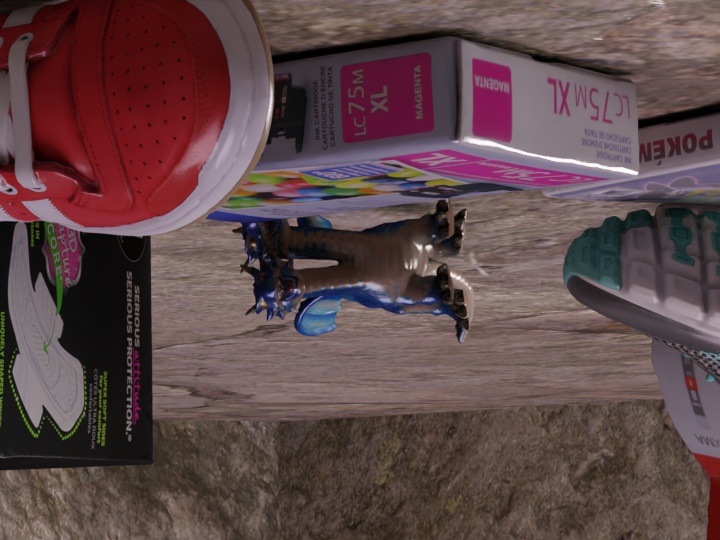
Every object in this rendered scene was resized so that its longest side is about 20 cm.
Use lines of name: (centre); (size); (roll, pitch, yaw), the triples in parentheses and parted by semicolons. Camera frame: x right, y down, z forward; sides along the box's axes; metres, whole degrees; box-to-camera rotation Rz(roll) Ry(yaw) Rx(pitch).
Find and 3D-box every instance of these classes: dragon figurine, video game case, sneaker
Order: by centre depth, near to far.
sneaker: (-0.118, -0.043, 0.744); (0.112, 0.072, 0.199); (-2, 178, -39)
video game case: (0.202, -0.044, 1.087); (0.199, 0.023, 0.182); (2, 173, -34)
sneaker: (0.174, 0.040, 1.135); (0.199, 0.092, 0.078); (18, -147, 4)
dragon figurine: (0.000, 0.000, 1.309); (0.099, 0.059, 0.200); (-2, 174, 10)

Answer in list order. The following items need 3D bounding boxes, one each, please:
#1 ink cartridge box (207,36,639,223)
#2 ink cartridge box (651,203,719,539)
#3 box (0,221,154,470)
ink cartridge box: (-0.019, -0.044, 0.949); (0.199, 0.042, 0.119); (-3, 174, 34)
ink cartridge box: (0.191, 0.072, 1.249); (0.050, 0.201, 0.162); (3, -177, -31)
box: (-0.184, 0.014, 1.060); (0.148, 0.125, 0.200); (-3, 173, 21)
